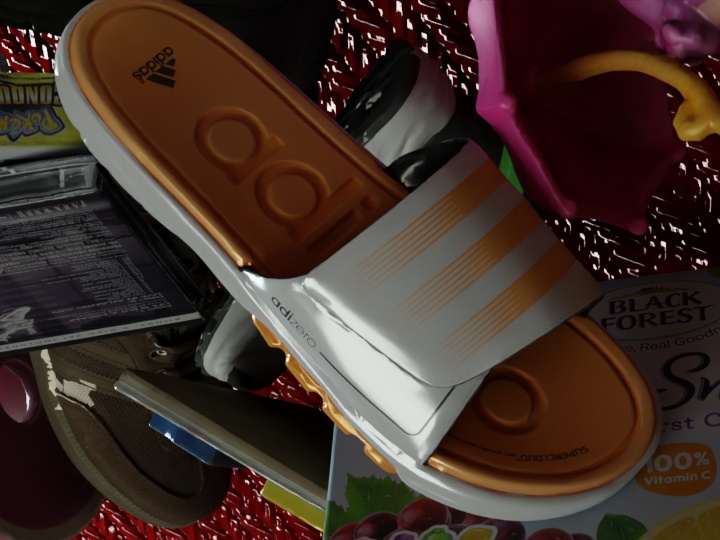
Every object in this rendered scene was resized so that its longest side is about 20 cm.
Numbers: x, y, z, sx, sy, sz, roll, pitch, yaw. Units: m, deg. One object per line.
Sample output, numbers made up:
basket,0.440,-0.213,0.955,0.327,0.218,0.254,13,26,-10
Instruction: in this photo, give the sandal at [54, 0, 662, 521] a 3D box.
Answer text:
sandal,-0.001,-0.013,0.630,0.207,0.079,0.059,40,147,6

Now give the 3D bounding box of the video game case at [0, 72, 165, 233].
video game case,-0.150,-0.020,0.731,0.200,0.180,0.026,-32,63,60

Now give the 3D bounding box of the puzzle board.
puzzle board,0.010,0.085,0.821,0.151,0.017,0.200,30,-177,19

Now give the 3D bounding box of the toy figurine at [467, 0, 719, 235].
toy figurine,0.115,-0.060,0.616,0.184,0.200,0.150,37,-178,40

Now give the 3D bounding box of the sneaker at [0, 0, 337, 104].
sneaker,-0.081,-0.117,0.792,0.200,0.076,0.091,31,119,25

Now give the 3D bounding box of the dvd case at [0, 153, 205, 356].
dvd case,-0.138,0.004,0.751,0.200,0.148,0.016,67,-166,-76

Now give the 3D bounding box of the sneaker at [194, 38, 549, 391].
sneaker,0.000,0.000,0.816,0.079,0.074,0.200,31,147,-9

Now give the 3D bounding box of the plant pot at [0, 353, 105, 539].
plant pot,-0.213,0.070,0.991,0.179,0.200,0.200,-14,115,31

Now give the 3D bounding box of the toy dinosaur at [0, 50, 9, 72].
toy dinosaur,-0.203,-0.085,0.801,0.200,0.105,0.182,46,170,41

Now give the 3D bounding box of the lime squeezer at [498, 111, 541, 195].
lime squeezer,0.059,0.024,0.766,0.200,0.071,0.038,58,-176,-41

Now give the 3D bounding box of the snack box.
snack box,0.092,0.063,0.667,0.199,0.142,0.053,-7,128,10

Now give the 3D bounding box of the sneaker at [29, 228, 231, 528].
sneaker,-0.090,0.023,0.918,0.075,0.070,0.200,0,125,41
